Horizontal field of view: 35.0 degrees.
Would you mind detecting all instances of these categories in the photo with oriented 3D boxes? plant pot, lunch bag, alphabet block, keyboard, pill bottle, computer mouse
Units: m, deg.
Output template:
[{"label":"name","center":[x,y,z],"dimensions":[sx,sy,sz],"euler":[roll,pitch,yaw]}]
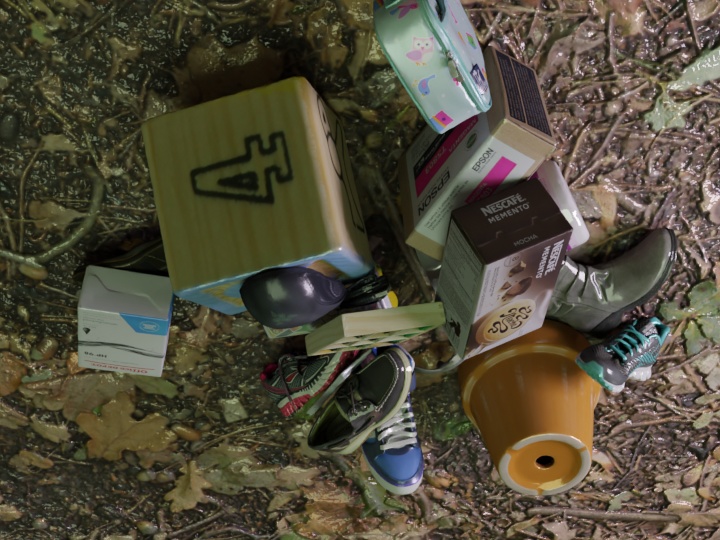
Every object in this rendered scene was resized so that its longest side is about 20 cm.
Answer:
[{"label":"plant pot","center":[0.240,0.201,1.576],"dimensions":[0.199,0.184,0.201],"euler":[0,129,0]},{"label":"lunch bag","center":[0.072,-0.250,1.198],"dimensions":[0.077,0.200,0.161],"euler":[-23,124,14]},{"label":"alphabet block","center":[-0.110,-0.077,1.290],"dimensions":[0.196,0.201,0.195],"euler":[-14,168,8]},{"label":"keyboard","center":[-0.031,0.155,1.567],"dimensions":[0.011,0.056,0.200],"euler":[43,153,3]},{"label":"pill bottle","center":[0.171,-0.046,1.412],"dimensions":[0.200,0.112,0.112],"euler":[-26,125,12]},{"label":"computer mouse","center":[-0.058,0.037,1.257],"dimensions":[0.138,0.053,0.200],"euler":[-16,168,22]}]

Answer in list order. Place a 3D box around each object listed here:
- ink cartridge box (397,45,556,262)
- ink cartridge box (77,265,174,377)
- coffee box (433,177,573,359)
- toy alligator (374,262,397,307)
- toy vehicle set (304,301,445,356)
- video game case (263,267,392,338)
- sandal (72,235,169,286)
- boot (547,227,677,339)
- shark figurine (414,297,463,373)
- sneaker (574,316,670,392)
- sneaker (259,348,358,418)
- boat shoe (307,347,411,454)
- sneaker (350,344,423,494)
[{"label":"ink cartridge box","center":[0.127,-0.133,1.317],"dimensions":[0.075,0.165,0.200],"euler":[26,124,-21]},{"label":"ink cartridge box","center":[-0.310,0.080,1.506],"dimensions":[0.115,0.067,0.200],"euler":[8,147,-8]},{"label":"coffee box","center":[0.156,0.002,1.285],"dimensions":[0.113,0.080,0.200],"euler":[-21,149,-17]},{"label":"toy alligator","center":[0.000,0.000,1.497],"dimensions":[0.059,0.054,0.200],"euler":[-8,125,39]},{"label":"toy vehicle set","center":[0.013,0.073,1.394],"dimensions":[0.124,0.027,0.200],"euler":[-7,171,-16]},{"label":"video game case","center":[-0.073,-0.007,1.459],"dimensions":[0.181,0.023,0.200],"euler":[-9,121,23]},{"label":"sandal","center":[-0.281,-0.019,1.469],"dimensions":[0.200,0.055,0.082],"euler":[-24,139,27]},{"label":"boot","center":[0.310,0.007,1.494],"dimensions":[0.130,0.068,0.200],"euler":[22,128,-20]},{"label":"shark figurine","center":[0.140,0.063,1.537],"dimensions":[0.128,0.089,0.215],"euler":[18,126,28]},{"label":"sneaker","center":[0.356,0.102,1.530],"dimensions":[0.078,0.200,0.091],"euler":[40,114,22]},{"label":"sneaker","center":[-0.074,0.134,1.560],"dimensions":[0.075,0.081,0.200],"euler":[49,133,0]},{"label":"boat shoe","center":[-0.004,0.179,1.503],"dimensions":[0.066,0.072,0.201],"euler":[-5,143,-43]},{"label":"sneaker","center":[0.040,0.184,1.544],"dimensions":[0.080,0.200,0.147],"euler":[-7,142,-11]}]
